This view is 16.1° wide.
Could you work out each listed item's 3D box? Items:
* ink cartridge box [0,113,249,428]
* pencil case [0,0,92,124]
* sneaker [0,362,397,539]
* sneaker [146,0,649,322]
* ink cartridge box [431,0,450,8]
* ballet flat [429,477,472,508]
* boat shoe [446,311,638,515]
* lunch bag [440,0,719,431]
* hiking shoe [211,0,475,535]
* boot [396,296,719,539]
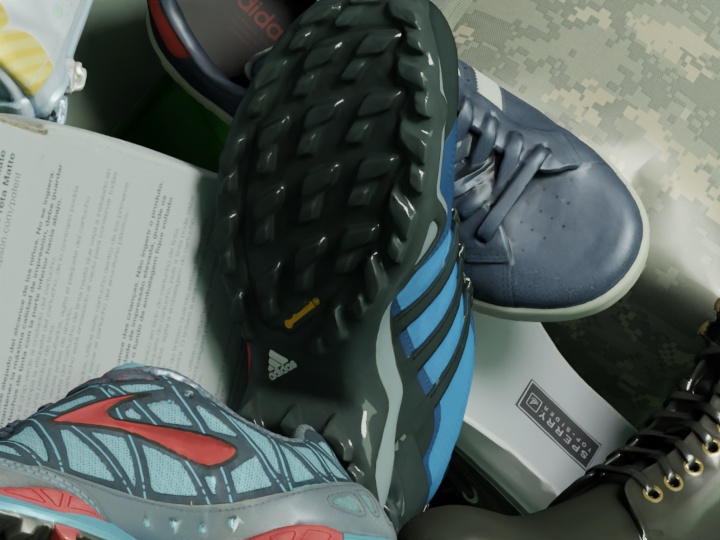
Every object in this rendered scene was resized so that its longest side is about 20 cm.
[{"bbox_3d":[-0.094,0.059,0.768,0.200,0.040,0.201,17,86,-57],"label":"ink cartridge box"},{"bbox_3d":[-0.109,-0.126,0.830,0.083,0.090,0.201,74,29,-49],"label":"pencil case"},{"bbox_3d":[-0.075,0.070,0.712,0.199,0.079,0.096,16,37,-40],"label":"sneaker"},{"bbox_3d":[0.007,-0.054,0.841,0.075,0.199,0.085,-56,166,-12],"label":"sneaker"},{"bbox_3d":[0.032,-0.174,0.950,0.086,0.147,0.200,43,49,-9],"label":"ink cartridge box"},{"bbox_3d":[0.039,0.066,0.966,0.067,0.057,0.201,50,48,-27],"label":"ballet flat"},{"bbox_3d":[0.042,0.049,0.910,0.200,0.057,0.069,48,53,-5],"label":"boat shoe"},{"bbox_3d":[0.106,-0.067,0.977,0.163,0.118,0.200,34,59,4],"label":"lunch bag"},{"bbox_3d":[0.000,0.000,0.804,0.087,0.074,0.202,-33,136,-57],"label":"hiking shoe"},{"bbox_3d":[0.095,0.059,0.832,0.199,0.077,0.139,15,91,-45],"label":"boot"}]
